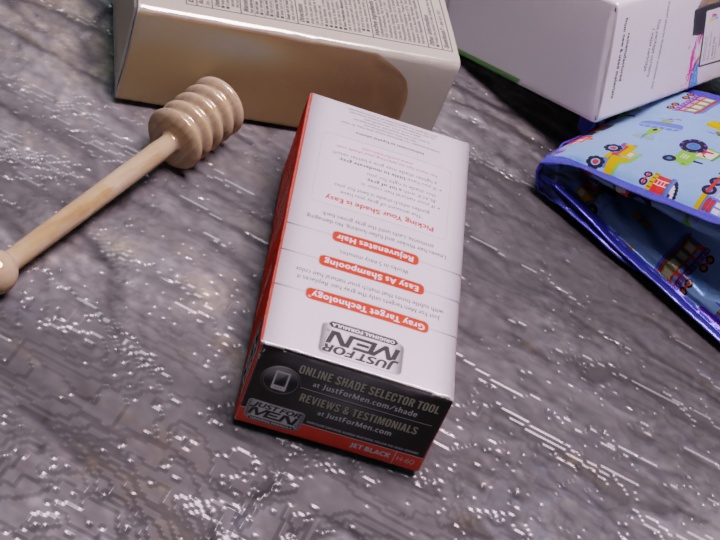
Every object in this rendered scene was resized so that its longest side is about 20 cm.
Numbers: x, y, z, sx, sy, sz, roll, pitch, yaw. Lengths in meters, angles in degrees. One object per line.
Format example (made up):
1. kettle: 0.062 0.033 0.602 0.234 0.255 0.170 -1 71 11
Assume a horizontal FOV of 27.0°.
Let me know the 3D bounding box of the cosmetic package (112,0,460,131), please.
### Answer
1. cosmetic package: -0.048 -0.146 0.912 0.198 0.071 0.106 8 45 -17

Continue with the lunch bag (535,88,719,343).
1. lunch bag: 0.216 -0.053 0.938 0.199 0.095 0.150 35 45 26

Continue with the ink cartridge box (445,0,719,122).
1. ink cartridge box: 0.175 -0.185 1.018 0.199 0.085 0.144 -21 41 -38

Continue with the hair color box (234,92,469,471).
1. hair color box: 0.000 0.000 0.794 0.100 0.062 0.201 17 41 -8

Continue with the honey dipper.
1. honey dipper: -0.135 -0.045 0.801 0.038 0.038 0.200 35 47 13
